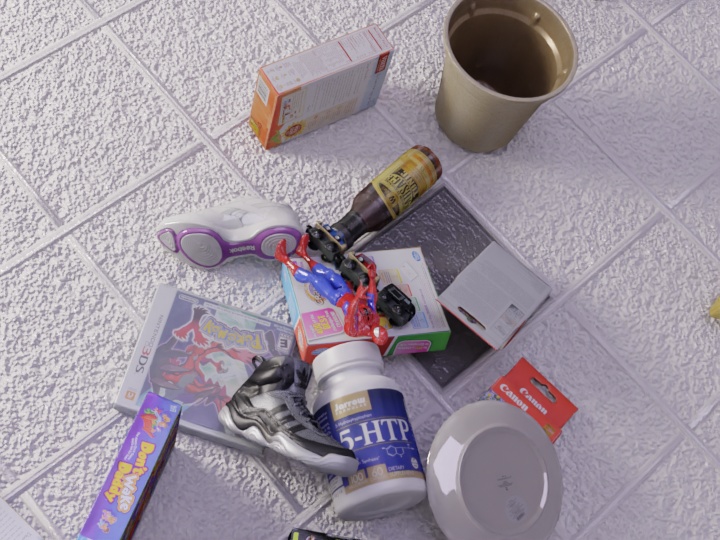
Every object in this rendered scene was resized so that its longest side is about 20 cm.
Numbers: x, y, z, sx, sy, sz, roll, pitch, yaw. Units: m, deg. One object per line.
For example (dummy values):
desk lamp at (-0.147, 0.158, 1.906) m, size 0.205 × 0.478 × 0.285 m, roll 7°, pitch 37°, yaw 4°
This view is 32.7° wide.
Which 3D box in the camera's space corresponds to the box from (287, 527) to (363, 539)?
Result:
box at (-0.006, 0.422, 1.452) m, size 0.191 × 0.048 × 0.202 m, roll 10°, pitch 62°, yaw -5°

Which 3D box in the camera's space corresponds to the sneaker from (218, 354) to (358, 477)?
sneaker at (-0.075, 0.168, 1.477) m, size 0.198 × 0.075 × 0.115 m, roll 19°, pitch 80°, yaw 30°

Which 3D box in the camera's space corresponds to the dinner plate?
dinner plate at (0.172, 0.260, 1.512) m, size 0.198 × 0.024 × 0.203 m, roll 6°, pitch 75°, yaw -25°

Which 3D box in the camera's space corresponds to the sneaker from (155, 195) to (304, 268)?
sneaker at (-0.178, -0.057, 1.664) m, size 0.197 × 0.076 × 0.100 m, roll 0°, pitch 38°, yaw -10°

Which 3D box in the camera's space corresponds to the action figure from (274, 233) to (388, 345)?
action figure at (-0.023, 0.009, 1.562) m, size 0.065 × 0.100 × 0.200 m, roll -16°, pitch 52°, yaw -42°

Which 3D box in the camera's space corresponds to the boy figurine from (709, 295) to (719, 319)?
boy figurine at (0.601, 0.043, 1.788) m, size 0.197 × 0.065 × 0.126 m, roll 2°, pitch 65°, yaw -16°

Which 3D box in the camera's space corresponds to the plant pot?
plant pot at (0.194, -0.277, 1.791) m, size 0.198 × 0.184 × 0.203 m, roll 5°, pitch 61°, yaw -10°

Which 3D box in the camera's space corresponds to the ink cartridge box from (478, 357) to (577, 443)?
ink cartridge box at (0.198, 0.204, 1.603) m, size 0.109 × 0.050 × 0.200 m, roll 42°, pitch 62°, yaw 10°

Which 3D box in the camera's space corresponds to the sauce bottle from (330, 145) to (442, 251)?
sauce bottle at (0.034, -0.099, 1.728) m, size 0.066 × 0.066 × 0.200 m, roll 41°, pitch 62°, yaw 10°

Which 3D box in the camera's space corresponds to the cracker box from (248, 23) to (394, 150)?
cracker box at (-0.057, -0.263, 1.753) m, size 0.198 × 0.134 × 0.058 m, roll -25°, pitch 69°, yaw -24°

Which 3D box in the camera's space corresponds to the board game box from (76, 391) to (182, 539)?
board game box at (-0.271, 0.259, 1.423) m, size 0.044 × 0.135 × 0.201 m, roll 22°, pitch 60°, yaw 0°

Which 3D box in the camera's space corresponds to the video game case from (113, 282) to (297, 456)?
video game case at (-0.194, 0.125, 1.578) m, size 0.198 × 0.023 × 0.184 m, roll 18°, pitch 60°, yaw -4°

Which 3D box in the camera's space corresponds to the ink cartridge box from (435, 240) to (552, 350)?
ink cartridge box at (0.172, 0.045, 1.649) m, size 0.109 × 0.051 × 0.200 m, roll 39°, pitch 37°, yaw 9°

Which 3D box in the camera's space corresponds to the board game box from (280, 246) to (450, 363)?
board game box at (0.005, 0.044, 1.637) m, size 0.197 × 0.041 × 0.154 m, roll -4°, pitch 50°, yaw -16°

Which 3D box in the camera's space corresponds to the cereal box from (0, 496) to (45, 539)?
cereal box at (-0.461, 0.317, 1.402) m, size 0.200 × 0.040 × 0.144 m, roll 41°, pitch 61°, yaw 9°

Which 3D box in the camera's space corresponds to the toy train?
toy train at (0.000, 0.000, 1.624) m, size 0.046 × 0.034 × 0.200 m, roll -28°, pitch 60°, yaw -36°

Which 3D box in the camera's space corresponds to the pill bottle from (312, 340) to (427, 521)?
pill bottle at (0.004, 0.198, 1.530) m, size 0.118 × 0.120 × 0.202 m, roll -8°, pitch 64°, yaw -17°
